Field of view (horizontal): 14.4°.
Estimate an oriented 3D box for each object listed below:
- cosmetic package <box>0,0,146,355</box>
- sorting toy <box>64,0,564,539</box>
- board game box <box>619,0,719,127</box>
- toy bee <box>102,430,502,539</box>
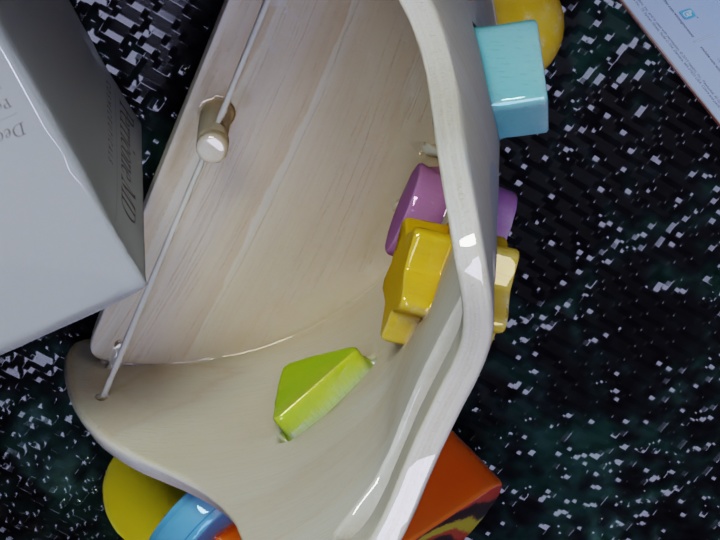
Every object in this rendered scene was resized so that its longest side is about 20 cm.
[{"bbox_3d":[-0.132,-0.081,0.776,0.074,0.102,0.200,-25,120,9],"label":"cosmetic package"},{"bbox_3d":[0.000,0.000,0.791,0.107,0.180,0.200,17,116,-15],"label":"sorting toy"},{"bbox_3d":[0.157,-0.049,0.844,0.103,0.019,0.200,-14,128,43],"label":"board game box"},{"bbox_3d":[-0.049,0.108,0.867,0.200,0.131,0.109,1,138,-37],"label":"toy bee"}]
